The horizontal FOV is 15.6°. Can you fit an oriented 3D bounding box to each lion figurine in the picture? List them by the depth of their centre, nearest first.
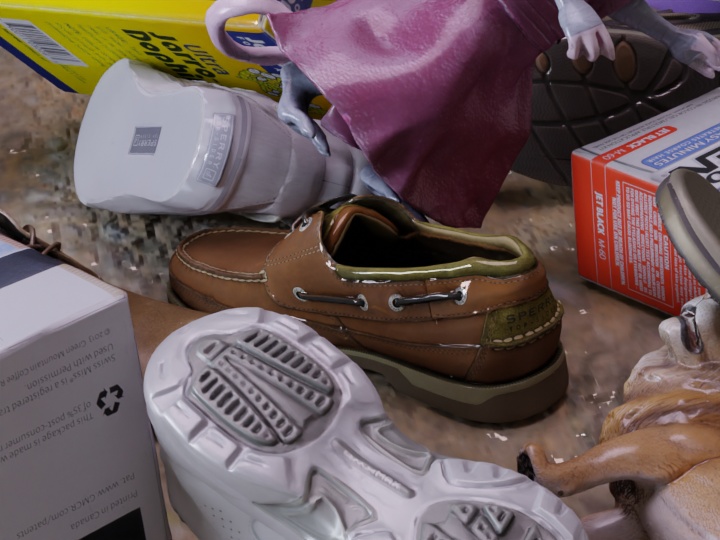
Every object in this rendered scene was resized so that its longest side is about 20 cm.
[{"bbox_3d":[0.125,0.089,0.868,0.122,0.073,0.200,-10,38,-17],"label":"lion figurine"}]

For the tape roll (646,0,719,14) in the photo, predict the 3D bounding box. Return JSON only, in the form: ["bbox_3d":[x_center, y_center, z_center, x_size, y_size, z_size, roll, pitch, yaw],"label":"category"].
[{"bbox_3d":[0.152,-0.193,1.320,0.199,0.066,0.200,21,24,-10],"label":"tape roll"}]

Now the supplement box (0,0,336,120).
[{"bbox_3d":[-0.081,-0.146,1.240,0.199,0.109,0.110,9,74,35],"label":"supplement box"}]

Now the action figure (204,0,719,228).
[{"bbox_3d":[0.061,-0.114,1.087,0.149,0.134,0.200,42,94,23],"label":"action figure"}]

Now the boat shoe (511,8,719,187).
[{"bbox_3d":[0.135,-0.081,1.205,0.198,0.075,0.073,-2,15,-10],"label":"boat shoe"}]

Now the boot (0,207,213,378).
[{"bbox_3d":[-0.134,0.015,1.059,0.199,0.076,0.074,7,27,23],"label":"boot"}]

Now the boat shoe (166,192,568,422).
[{"bbox_3d":[0.000,0.000,1.061,0.199,0.068,0.072,12,34,36],"label":"boat shoe"}]

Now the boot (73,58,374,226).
[{"bbox_3d":[-0.062,-0.047,1.191,0.095,0.074,0.200,17,3,-23],"label":"boot"}]

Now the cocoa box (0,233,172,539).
[{"bbox_3d":[-0.181,0.081,0.867,0.199,0.134,0.131,-26,32,-34],"label":"cocoa box"}]

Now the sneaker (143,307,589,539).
[{"bbox_3d":[0.011,0.100,0.849,0.078,0.100,0.200,-34,62,-28],"label":"sneaker"}]

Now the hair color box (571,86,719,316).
[{"bbox_3d":[0.191,-0.014,1.050,0.110,0.064,0.200,-24,32,-32],"label":"hair color box"}]

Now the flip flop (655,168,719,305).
[{"bbox_3d":[0.193,0.017,0.910,0.199,0.058,0.081,32,16,18],"label":"flip flop"}]
